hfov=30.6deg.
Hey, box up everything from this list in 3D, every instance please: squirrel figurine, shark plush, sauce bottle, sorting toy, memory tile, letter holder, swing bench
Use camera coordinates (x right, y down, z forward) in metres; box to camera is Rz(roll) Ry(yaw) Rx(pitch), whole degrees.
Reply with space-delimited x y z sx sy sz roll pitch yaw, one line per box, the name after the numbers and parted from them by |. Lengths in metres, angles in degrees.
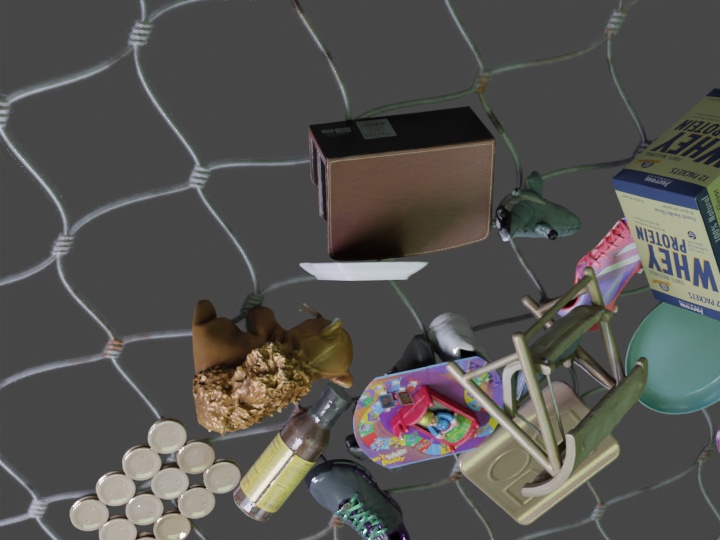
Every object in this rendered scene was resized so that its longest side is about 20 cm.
-0.101 0.118 1.555 0.186 0.200 0.142 -5 112 1 | squirrel figurine
0.208 -0.066 1.566 0.083 0.200 0.091 33 98 16 | shark plush
-0.084 0.233 1.698 0.065 0.065 0.200 33 103 -27 | sauce bottle
0.245 0.249 1.799 0.185 0.037 0.200 -39 132 6 | sorting toy
-0.264 0.290 1.707 0.200 0.017 0.153 -44 119 9 | memory tile
0.048 -0.099 1.544 0.199 0.101 0.143 -8 121 -11 | letter holder
0.246 0.137 1.614 0.130 0.199 0.200 -28 96 45 | swing bench

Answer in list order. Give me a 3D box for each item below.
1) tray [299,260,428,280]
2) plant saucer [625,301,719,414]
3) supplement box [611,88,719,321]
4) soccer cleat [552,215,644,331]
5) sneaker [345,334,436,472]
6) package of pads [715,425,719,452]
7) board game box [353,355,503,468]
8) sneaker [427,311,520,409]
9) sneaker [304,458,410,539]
0.000 0.000 1.530 0.107 0.200 0.022 -2 91 -15 | tray
0.451 0.106 1.802 0.199 0.027 0.201 -7 118 -13 | plant saucer
0.445 -0.079 1.604 0.200 0.134 0.200 -40 123 -21 | supplement box
0.320 -0.014 1.686 0.076 0.067 0.201 24 108 -10 | soccer cleat
0.040 0.171 1.699 0.090 0.076 0.201 13 111 -15 | sneaker
0.618 0.221 1.880 0.199 0.076 0.121 6 114 -18 | package of pads
0.092 0.192 1.654 0.199 0.039 0.159 -11 126 -7 | board game box
0.154 0.146 1.712 0.070 0.080 0.200 -35 122 3 | sneaker
0.008 0.318 1.732 0.074 0.088 0.200 -42 134 10 | sneaker
